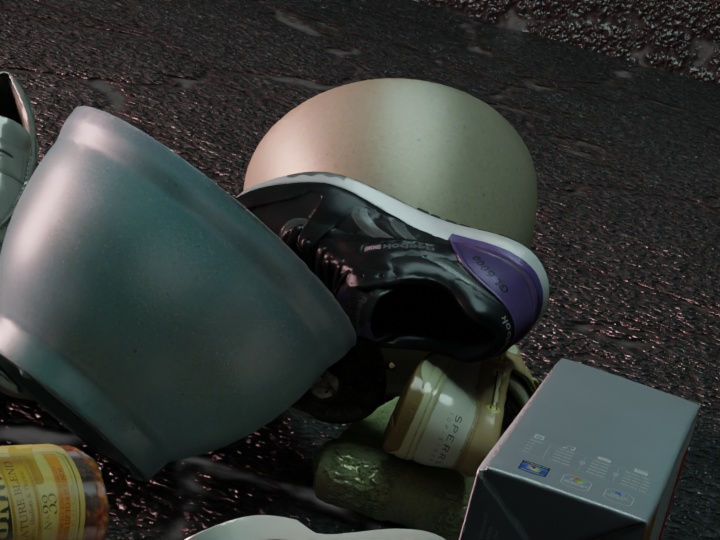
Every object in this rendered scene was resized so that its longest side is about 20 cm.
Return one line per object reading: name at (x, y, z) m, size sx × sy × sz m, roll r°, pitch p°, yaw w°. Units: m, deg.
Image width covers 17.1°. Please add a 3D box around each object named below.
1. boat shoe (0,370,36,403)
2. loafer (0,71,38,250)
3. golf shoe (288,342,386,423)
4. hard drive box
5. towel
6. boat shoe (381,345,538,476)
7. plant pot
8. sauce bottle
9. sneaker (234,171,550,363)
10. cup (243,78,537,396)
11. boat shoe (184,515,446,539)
boat shoe at (-0.184, 0.043, 1.444) m, size 0.063 × 0.073 × 0.200 m, roll -27°, pitch 3°, yaw 27°
loafer at (-0.235, -0.062, 1.479) m, size 0.069 × 0.070 × 0.200 m, roll 6°, pitch 26°, yaw -9°
golf shoe at (-0.046, 0.048, 1.439) m, size 0.200 × 0.077 × 0.088 m, roll 29°, pitch -24°, yaw 44°
hard drive box at (0.089, 0.144, 1.098) m, size 0.076 × 0.157 × 0.200 m, roll 17°, pitch 16°, yaw 10°
towel at (0.064, 0.119, 1.400) m, size 0.148 × 0.037 × 0.200 m, roll 19°, pitch 15°, yaw 15°
boat shoe at (0.065, 0.074, 1.375) m, size 0.066 × 0.074 × 0.200 m, roll 27°, pitch 21°, yaw 7°
plant pot at (-0.121, 0.027, 1.296) m, size 0.200 × 0.134 × 0.200 m, roll 38°, pitch -12°, yaw 9°
sauce bottle at (-0.212, 0.115, 1.105) m, size 0.199 × 0.066 × 0.066 m, roll -2°, pitch 21°, yaw -41°
sneaker at (0.000, 0.000, 1.332) m, size 0.199 × 0.076 × 0.088 m, roll 12°, pitch 24°, yaw 19°
cup at (0.021, -0.003, 1.566) m, size 0.199 × 0.201 × 0.144 m, roll 11°, pitch 41°, yaw -11°
boat shoe at (-0.014, 0.158, 1.135) m, size 0.201 × 0.072 × 0.061 m, roll 14°, pitch 50°, yaw -53°
